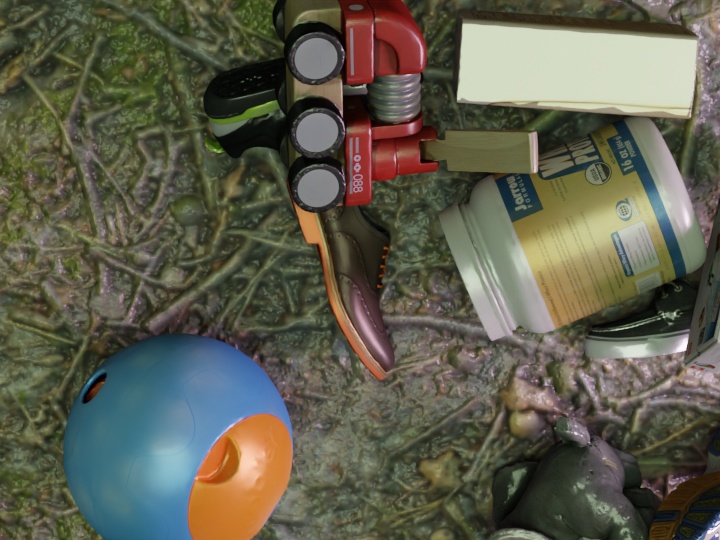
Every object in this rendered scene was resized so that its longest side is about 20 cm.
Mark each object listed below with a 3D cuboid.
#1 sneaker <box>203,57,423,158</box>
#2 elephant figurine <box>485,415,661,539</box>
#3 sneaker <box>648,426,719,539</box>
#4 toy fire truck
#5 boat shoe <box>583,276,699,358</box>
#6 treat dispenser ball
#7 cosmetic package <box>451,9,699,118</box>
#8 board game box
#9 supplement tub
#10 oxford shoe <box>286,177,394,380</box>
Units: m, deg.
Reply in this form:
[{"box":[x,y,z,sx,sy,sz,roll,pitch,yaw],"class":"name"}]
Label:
[{"box":[-0.041,-0.144,1.495,0.199,0.072,0.083,-8,127,4],"class":"sneaker"},{"box":[0.166,0.243,1.547,0.200,0.141,0.156,-32,72,23],"class":"elephant figurine"},{"box":[0.330,0.214,1.510,0.075,0.200,0.088,-3,120,46],"class":"sneaker"},{"box":[0.036,-0.138,1.392,0.199,0.129,0.177,-5,120,-9],"class":"toy fire truck"},{"box":[0.295,0.034,1.521,0.199,0.070,0.067,-9,95,2],"class":"boat shoe"},{"box":[-0.159,0.156,1.486,0.200,0.201,0.202,0,103,1],"class":"treat dispenser ball"},{"box":[0.180,-0.178,1.454,0.199,0.104,0.073,3,104,1],"class":"cosmetic package"},{"box":[0.321,-0.020,1.439,0.034,0.126,0.201,14,79,1],"class":"board game box"},{"box":[0.181,-0.033,1.466,0.199,0.145,0.145,-23,102,5],"class":"supplement tub"},{"box":[0.000,0.000,1.516,0.072,0.071,0.201,-21,102,0],"class":"oxford shoe"}]
